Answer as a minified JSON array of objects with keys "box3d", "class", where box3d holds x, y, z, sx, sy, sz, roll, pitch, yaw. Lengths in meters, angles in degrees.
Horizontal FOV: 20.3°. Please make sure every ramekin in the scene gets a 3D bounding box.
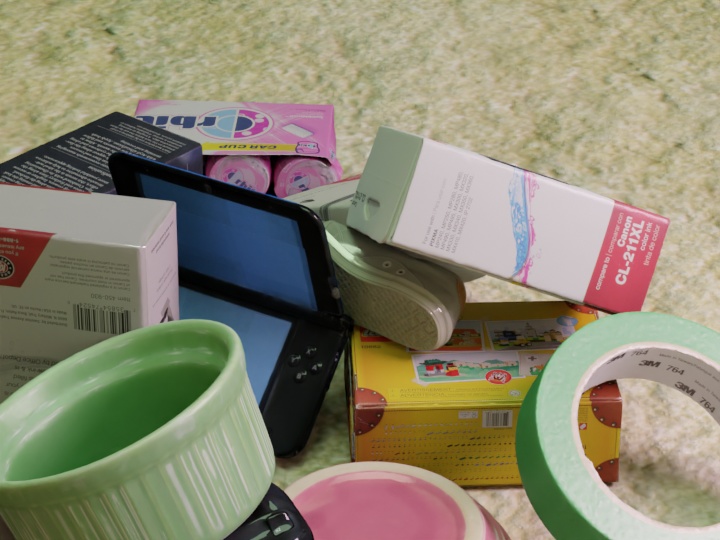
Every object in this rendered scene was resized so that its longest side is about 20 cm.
[{"box3d":[-0.154,0.126,1.345,0.200,0.098,0.200,-20,22,8],"class":"ramekin"}]

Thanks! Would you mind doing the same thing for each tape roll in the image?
[{"box3d":[0.210,0.126,1.403,0.200,0.048,0.201,8,56,-13],"class":"tape roll"}]

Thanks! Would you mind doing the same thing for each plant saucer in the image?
[{"box3d":[0.010,0.194,1.375,0.200,0.051,0.201,0,31,0],"class":"plant saucer"}]

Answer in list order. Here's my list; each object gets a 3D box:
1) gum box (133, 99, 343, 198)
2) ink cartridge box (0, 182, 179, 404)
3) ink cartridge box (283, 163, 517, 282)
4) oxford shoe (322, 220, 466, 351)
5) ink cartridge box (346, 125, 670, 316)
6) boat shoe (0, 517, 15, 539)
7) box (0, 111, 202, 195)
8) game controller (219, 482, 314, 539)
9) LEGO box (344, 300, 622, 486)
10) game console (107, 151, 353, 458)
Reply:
[{"box3d":[-0.115,-0.105,1.872,0.200,0.066,0.114,1,29,1],"class":"gum box"},{"box3d":[-0.212,0.047,1.480,0.147,0.200,0.083,7,28,11],"class":"ink cartridge box"},{"box3d":[0.029,-0.034,1.667,0.146,0.083,0.200,-19,11,-30],"class":"ink cartridge box"},{"box3d":[0.000,0.000,1.532,0.200,0.075,0.058,26,46,31],"class":"oxford shoe"},{"box3d":[0.106,-0.037,1.490,0.200,0.083,0.146,18,4,-15],"class":"ink cartridge box"},{"box3d":[-0.314,0.191,1.359,0.200,0.069,0.072,-18,35,-28],"class":"boat shoe"},{"box3d":[-0.230,-0.020,1.645,0.107,0.149,0.200,22,37,34],"class":"box"},{"box3d":[-0.130,0.204,1.327,0.200,0.042,0.104,-27,21,-10],"class":"game controller"},{"box3d":[0.089,0.091,1.523,0.200,0.077,0.149,-1,29,-2],"class":"LEGO box"},{"box3d":[-0.119,0.026,1.514,0.200,0.171,0.118,17,-9,29],"class":"game console"}]
